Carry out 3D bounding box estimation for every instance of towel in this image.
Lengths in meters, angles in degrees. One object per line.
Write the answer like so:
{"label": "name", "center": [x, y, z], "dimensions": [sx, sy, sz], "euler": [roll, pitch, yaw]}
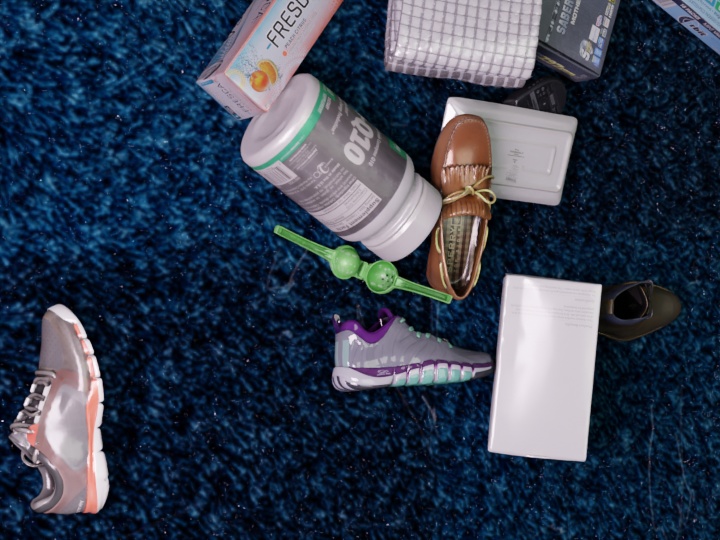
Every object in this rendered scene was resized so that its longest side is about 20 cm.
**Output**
{"label": "towel", "center": [0.113, -0.307, 1.584], "dimensions": [0.165, 0.086, 0.201], "euler": [7, 79, -7]}

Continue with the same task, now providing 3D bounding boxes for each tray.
{"label": "tray", "center": [0.172, -0.133, 1.651], "dimensions": [0.199, 0.022, 0.108], "euler": [4, 103, -36]}

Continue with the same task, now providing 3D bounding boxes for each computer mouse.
{"label": "computer mouse", "center": [0.160, -0.168, 1.667], "dimensions": [0.200, 0.034, 0.059], "euler": [-31, 121, -24]}

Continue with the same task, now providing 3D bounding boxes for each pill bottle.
{"label": "pill bottle", "center": [-0.017, -0.103, 1.498], "dimensions": [0.200, 0.113, 0.113], "euler": [37, 69, -26]}

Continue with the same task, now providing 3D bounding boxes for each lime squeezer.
{"label": "lime squeezer", "center": [0.000, 0.000, 1.537], "dimensions": [0.199, 0.071, 0.038], "euler": [23, 100, 0]}

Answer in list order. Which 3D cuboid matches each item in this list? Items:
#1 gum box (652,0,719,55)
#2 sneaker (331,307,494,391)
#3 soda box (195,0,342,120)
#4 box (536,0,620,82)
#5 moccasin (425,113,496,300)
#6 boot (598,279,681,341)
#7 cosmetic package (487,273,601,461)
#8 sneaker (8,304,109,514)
{"label": "gum box", "center": [0.463, -0.400, 1.857], "dimensions": [0.170, 0.044, 0.201], "euler": [30, 73, -28]}
{"label": "sneaker", "center": [0.061, 0.082, 1.566], "dimensions": [0.199, 0.074, 0.088], "euler": [-2, 84, -32]}
{"label": "soda box", "center": [-0.083, -0.253, 1.487], "dimensions": [0.064, 0.068, 0.200], "euler": [42, 67, -24]}
{"label": "box", "center": [0.237, -0.346, 1.706], "dimensions": [0.157, 0.051, 0.201], "euler": [23, 76, -29]}
{"label": "moccasin", "center": [0.110, -0.069, 1.570], "dimensions": [0.073, 0.078, 0.202], "euler": [7, 102, -19]}
{"label": "boot", "center": [0.331, 0.048, 1.724], "dimensions": [0.199, 0.097, 0.075], "euler": [-2, 89, -32]}
{"label": "cosmetic package", "center": [0.206, 0.108, 1.618], "dimensions": [0.112, 0.081, 0.201], "euler": [7, 91, 4]}
{"label": "sneaker", "center": [-0.286, 0.133, 1.341], "dimensions": [0.082, 0.077, 0.201], "euler": [-8, 92, -26]}
